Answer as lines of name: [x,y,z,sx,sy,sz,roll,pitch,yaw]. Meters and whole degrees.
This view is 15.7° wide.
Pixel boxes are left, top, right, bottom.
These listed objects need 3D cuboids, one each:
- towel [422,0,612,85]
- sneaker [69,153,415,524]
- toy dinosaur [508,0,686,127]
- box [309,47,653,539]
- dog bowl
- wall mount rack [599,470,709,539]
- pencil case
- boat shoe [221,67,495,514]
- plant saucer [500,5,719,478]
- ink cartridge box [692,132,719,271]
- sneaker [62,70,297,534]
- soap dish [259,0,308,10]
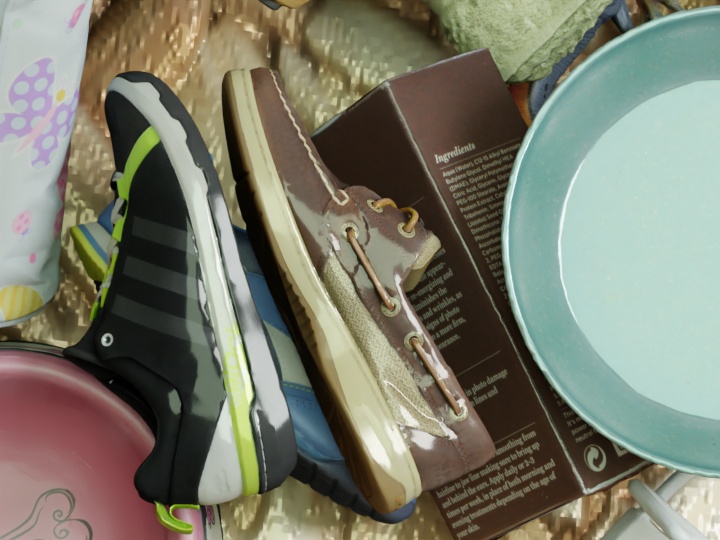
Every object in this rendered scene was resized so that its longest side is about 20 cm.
towel: [0.083,-0.189,1.151,0.148,0.036,0.200,46,114,1]
sneaker: [-0.039,0.030,1.177,0.200,0.074,0.082,46,75,1]
toy dinosaur: [0.111,-0.139,1.247,0.182,0.105,0.200,-48,55,-4]
box: [0.051,0.014,1.170,0.075,0.100,0.200,-23,84,-39]
dog bowl: [-0.156,0.125,1.143,0.199,0.074,0.201,1,79,-7]
wall mount rack: [0.137,0.185,1.161,0.200,0.075,0.174,-47,127,4]
pencil case: [-0.158,-0.073,1.118,0.083,0.201,0.091,5,34,-12]
boat shoe: [0.000,0.000,1.118,0.072,0.072,0.201,-22,81,-9]
plant saucer: [0.159,-0.011,1.103,0.199,0.036,0.201,0,82,2]
ink cartridge box: [0.220,-0.001,1.191,0.199,0.125,0.129,-11,81,-9]
sneaker: [-0.090,0.011,1.107,0.083,0.072,0.201,-17,75,-8]
soap dish: [-0.089,-0.193,1.101,0.157,0.200,0.081,39,98,29]
